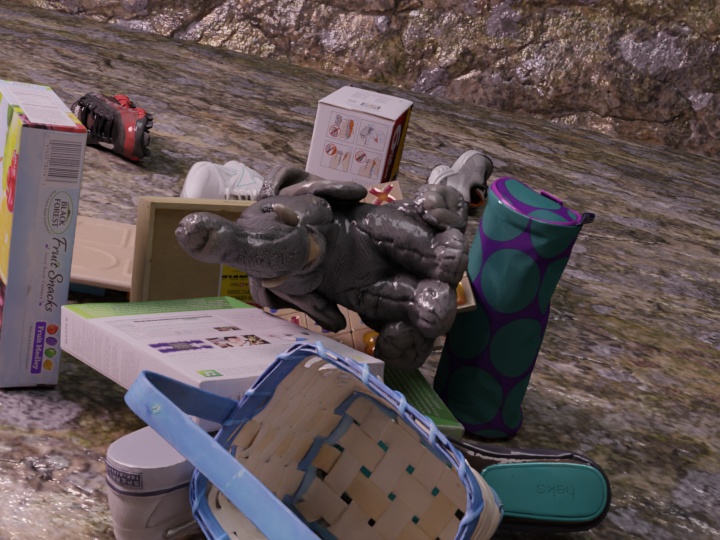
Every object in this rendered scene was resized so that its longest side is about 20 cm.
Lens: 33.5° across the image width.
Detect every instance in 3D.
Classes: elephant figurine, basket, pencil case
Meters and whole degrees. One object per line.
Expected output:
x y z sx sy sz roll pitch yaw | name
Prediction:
-0.030 -0.018 0.853 0.198 0.156 0.143 12 56 -8 | elephant figurine
-0.017 0.124 0.644 0.176 0.140 0.200 38 1 32 | basket
0.120 0.032 0.978 0.085 0.202 0.092 29 22 35 | pencil case

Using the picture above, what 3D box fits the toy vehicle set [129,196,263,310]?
-0.102 0.002 1.045 0.198 0.126 0.026 1 12 -33 | toy vehicle set

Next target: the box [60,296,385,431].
-0.099 0.058 0.817 0.143 0.037 0.199 -2 14 -38 | box

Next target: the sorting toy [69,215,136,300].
-0.229 -0.009 1.164 0.198 0.037 0.185 5 18 -8 | sorting toy

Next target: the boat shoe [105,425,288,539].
-0.081 0.125 0.763 0.070 0.071 0.199 13 17 32 | boat shoe

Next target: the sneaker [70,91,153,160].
-0.340 -0.196 1.617 0.097 0.072 0.200 4 17 -27 | sneaker

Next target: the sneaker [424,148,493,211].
0.155 -0.121 1.743 0.079 0.075 0.200 27 27 16 | sneaker

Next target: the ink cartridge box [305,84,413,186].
-0.008 -0.085 1.263 0.083 0.202 0.176 14 18 6 | ink cartridge box

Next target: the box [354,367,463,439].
-0.037 0.098 0.923 0.198 0.037 0.144 5 19 -18 | box

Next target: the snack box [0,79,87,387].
-0.258 -0.031 0.916 0.052 0.202 0.142 3 19 -26 | snack box

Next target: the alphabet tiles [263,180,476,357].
0.000 0.000 0.967 0.165 0.006 0.201 -11 44 -1 | alphabet tiles

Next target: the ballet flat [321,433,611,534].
0.071 0.148 0.824 0.198 0.074 0.073 6 17 1 | ballet flat

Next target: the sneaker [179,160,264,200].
-0.151 -0.089 1.409 0.080 0.071 0.200 20 18 15 | sneaker
